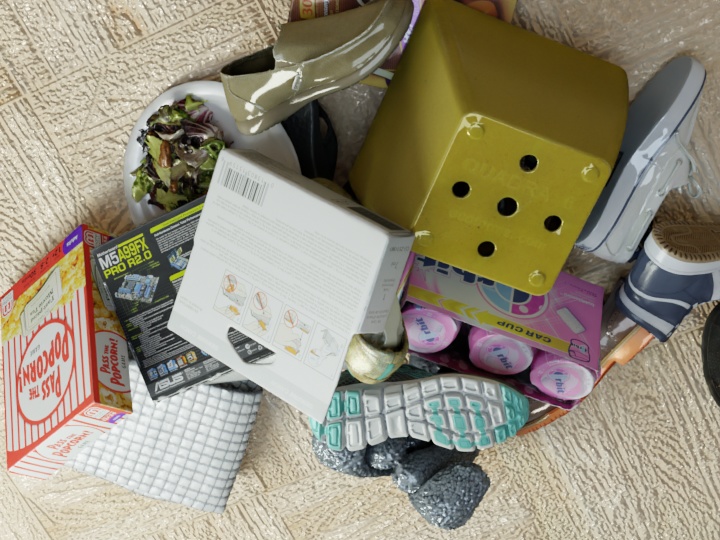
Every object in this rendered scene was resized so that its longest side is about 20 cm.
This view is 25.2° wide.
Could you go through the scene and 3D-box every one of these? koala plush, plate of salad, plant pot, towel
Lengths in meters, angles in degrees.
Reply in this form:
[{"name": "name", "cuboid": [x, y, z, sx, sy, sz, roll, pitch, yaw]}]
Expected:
[{"name": "koala plush", "cuboid": [0.078, 0.123, 1.597, 0.177, 0.184, 0.200, 27, 98, 10]}, {"name": "plate of salad", "cuboid": [-0.147, -0.079, 1.530, 0.200, 0.048, 0.200, 7, 105, 26]}, {"name": "plant pot", "cuboid": [0.117, -0.090, 1.402, 0.200, 0.176, 0.200, 20, 115, -11]}, {"name": "towel", "cuboid": [-0.211, 0.147, 1.662, 0.200, 0.086, 0.166, 17, 118, -5]}]

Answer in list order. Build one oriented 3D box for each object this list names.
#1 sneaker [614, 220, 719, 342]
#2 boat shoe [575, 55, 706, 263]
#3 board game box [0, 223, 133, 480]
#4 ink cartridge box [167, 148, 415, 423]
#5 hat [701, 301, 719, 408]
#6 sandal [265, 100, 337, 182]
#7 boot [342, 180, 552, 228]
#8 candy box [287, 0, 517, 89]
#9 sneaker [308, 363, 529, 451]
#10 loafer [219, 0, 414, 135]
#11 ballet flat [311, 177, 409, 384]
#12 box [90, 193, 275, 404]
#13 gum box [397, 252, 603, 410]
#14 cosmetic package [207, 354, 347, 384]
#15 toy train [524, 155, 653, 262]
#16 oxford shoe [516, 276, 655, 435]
[{"name": "sneaker", "cuboid": [0.330, 0.012, 1.530, 0.200, 0.070, 0.109, 4, 131, -31]}, {"name": "boat shoe", "cuboid": [0.278, -0.095, 1.492, 0.086, 0.075, 0.202, 26, 95, -22]}, {"name": "board game box", "cuboid": [-0.286, 0.079, 1.555, 0.046, 0.200, 0.151, 20, 136, -38]}, {"name": "ink cartridge box", "cuboid": [-0.064, 0.010, 1.385, 0.200, 0.044, 0.174, 29, 108, 33]}, {"name": "hat", "cuboid": [0.427, 0.095, 1.569, 0.200, 0.201, 0.081, 1, 156, 5]}, {"name": "sandal", "cuboid": [-0.051, -0.102, 1.529, 0.075, 0.048, 0.201, -9, 93, 39]}, {"name": "boot", "cuboid": [0.085, -0.033, 1.562, 0.186, 0.064, 0.200, -34, 114, 22]}, {"name": "candy box", "cuboid": [0.035, -0.226, 1.470, 0.200, 0.056, 0.117, 12, 117, 1]}, {"name": "sneaker", "cuboid": [0.056, 0.114, 1.481, 0.200, 0.091, 0.078, 1, 113, 10]}, {"name": "loafer", "cuboid": [-0.043, -0.190, 1.422, 0.200, 0.076, 0.067, -31, 117, 20]}, {"name": "ballet flat", "cuboid": [0.000, 0.000, 1.437, 0.071, 0.071, 0.200, -18, 73, 13]}, {"name": "box", "cuboid": [-0.133, 0.015, 1.489, 0.200, 0.044, 0.160, -24, 87, 23]}, {"name": "gum box", "cuboid": [0.131, 0.043, 1.503, 0.200, 0.114, 0.066, 20, 132, -6]}, {"name": "cosmetic package", "cuboid": [-0.074, 0.044, 1.561, 0.200, 0.107, 0.090, -9, 117, 27]}, {"name": "toy train", "cuboid": [0.227, -0.064, 1.544, 0.200, 0.034, 0.046, 40, 116, -14]}, {"name": "oxford shoe", "cuboid": [0.215, 0.087, 1.611, 0.200, 0.071, 0.073, -44, 85, 18]}]
